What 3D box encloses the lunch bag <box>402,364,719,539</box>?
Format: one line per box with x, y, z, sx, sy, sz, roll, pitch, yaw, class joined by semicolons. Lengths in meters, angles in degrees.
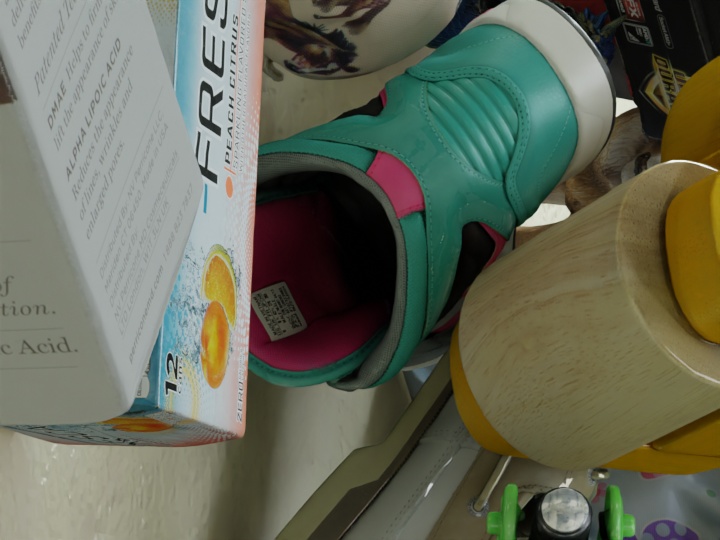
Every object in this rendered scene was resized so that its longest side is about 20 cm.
0.116;0.111;1.092;0.200;0.127;0.170;49;-20;49;lunch bag

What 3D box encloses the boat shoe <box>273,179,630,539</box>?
0.046;0.060;0.929;0.200;0.068;0.075;-49;168;-14;boat shoe

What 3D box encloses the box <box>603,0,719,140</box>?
0.148;-0.181;1.068;0.200;0.050;0.199;-51;138;-30;box

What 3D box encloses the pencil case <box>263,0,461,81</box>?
-0.022;-0.142;0.855;0.200;0.089;0.078;71;-3;-49;pencil case

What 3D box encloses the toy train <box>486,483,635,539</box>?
0.057;0.121;0.856;0.200;0.042;0.056;88;3;-62;toy train

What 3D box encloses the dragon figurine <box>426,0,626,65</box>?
0.036;-0.125;1.004;0.059;0.099;0.200;-71;155;-49;dragon figurine

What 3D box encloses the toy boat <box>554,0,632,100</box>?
0.077;-0.145;1.135;0.131;0.130;0.200;-45;135;-40;toy boat

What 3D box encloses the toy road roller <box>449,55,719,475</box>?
0.125;-0.017;0.882;0.200;0.123;0.146;5;66;-35;toy road roller

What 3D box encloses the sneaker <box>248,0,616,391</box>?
0.000;0.000;0.924;0.121;0.084;0.200;-33;166;-29;sneaker

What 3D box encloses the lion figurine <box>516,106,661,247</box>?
0.116;0.012;1.230;0.072;0.122;0.200;-71;157;-49;lion figurine

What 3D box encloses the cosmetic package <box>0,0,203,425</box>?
-0.104;-0.064;0.533;0.074;0.102;0.200;-76;157;-43;cosmetic package

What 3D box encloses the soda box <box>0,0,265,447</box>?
-0.064;-0.057;0.732;0.068;0.064;0.200;32;58;-71;soda box
